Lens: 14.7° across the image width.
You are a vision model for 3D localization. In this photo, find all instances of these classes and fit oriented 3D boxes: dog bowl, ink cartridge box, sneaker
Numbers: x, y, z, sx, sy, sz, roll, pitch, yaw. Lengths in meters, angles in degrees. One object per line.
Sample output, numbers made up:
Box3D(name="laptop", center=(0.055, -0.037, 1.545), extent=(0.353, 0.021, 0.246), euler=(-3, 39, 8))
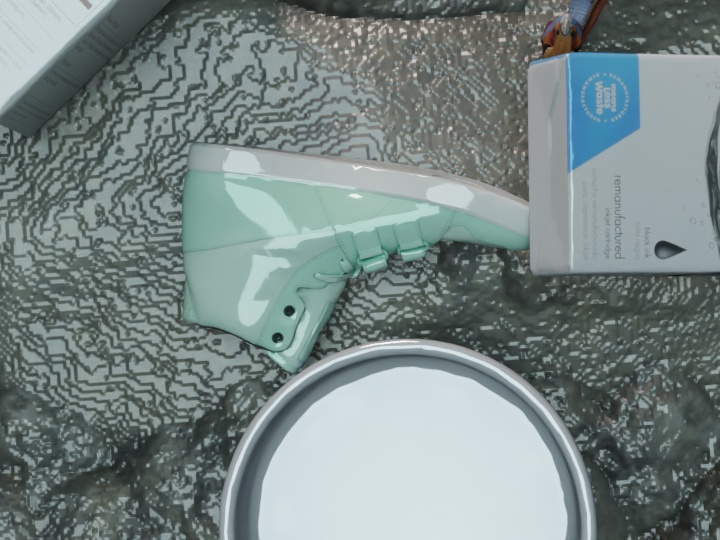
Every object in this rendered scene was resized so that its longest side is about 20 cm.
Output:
Box3D(name="dog bowl", center=(0.027, 0.137, 1.498), extent=(0.200, 0.079, 0.201), euler=(0, 89, 4))
Box3D(name="ink cartridge box", center=(0.193, -0.055, 1.472), extent=(0.199, 0.067, 0.116), euler=(-1, 88, -15))
Box3D(name="sneaker", center=(0.000, 0.000, 1.510), extent=(0.200, 0.074, 0.119), euler=(7, 94, 3))

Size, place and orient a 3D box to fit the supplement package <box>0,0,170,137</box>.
Box3D(name="supplement package", center=(-0.156, -0.184, 1.500), extent=(0.200, 0.117, 0.117), euler=(-44, 86, 1))

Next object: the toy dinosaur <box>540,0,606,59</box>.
Box3D(name="toy dinosaur", center=(0.155, -0.196, 1.502), extent=(0.199, 0.105, 0.182), euler=(2, 109, -9))
